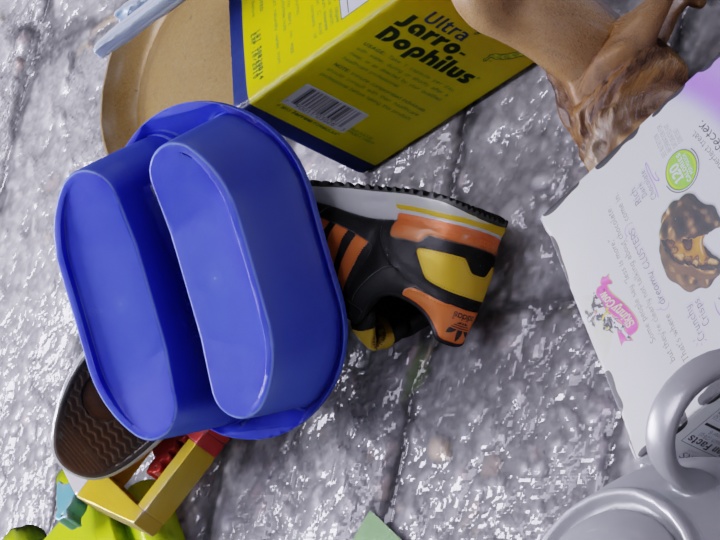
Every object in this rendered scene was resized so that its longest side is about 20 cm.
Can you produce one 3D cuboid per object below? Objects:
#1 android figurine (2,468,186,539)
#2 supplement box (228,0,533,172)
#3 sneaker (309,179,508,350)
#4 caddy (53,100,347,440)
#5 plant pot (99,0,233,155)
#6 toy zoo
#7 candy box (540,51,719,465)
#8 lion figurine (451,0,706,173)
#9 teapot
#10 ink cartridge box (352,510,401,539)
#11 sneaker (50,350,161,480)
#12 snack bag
[{"bbox_3d":[-0.173,0.216,1.623,0.182,0.041,0.200,-49,38,18],"label":"android figurine"},{"bbox_3d":[0.027,-0.162,1.534,0.200,0.109,0.109,-31,49,37],"label":"supplement box"},{"bbox_3d":[0.000,0.000,1.512,0.200,0.070,0.091,4,78,52],"label":"sneaker"},{"bbox_3d":[-0.087,0.004,1.499,0.141,0.105,0.201,-14,93,29],"label":"caddy"},{"bbox_3d":[-0.102,-0.144,1.744,0.200,0.027,0.201,-26,52,39],"label":"plant pot"},{"bbox_3d":[-0.121,0.080,1.619,0.200,0.020,0.131,-53,38,-3],"label":"toy zoo"},{"bbox_3d":[0.200,-0.017,1.282,0.200,0.071,0.168,-43,45,27],"label":"candy box"},{"bbox_3d":[0.108,-0.133,1.398,0.200,0.072,0.123,36,85,10],"label":"lion figurine"},{"bbox_3d":[0.139,0.165,1.197,0.197,0.146,0.201,-31,49,36],"label":"teapot"},{"bbox_3d":[-0.024,0.244,1.430,0.145,0.048,0.201,38,104,52],"label":"ink cartridge box"},{"bbox_3d":[-0.119,0.039,1.597,0.201,0.073,0.085,-57,1,5],"label":"sneaker"},{"bbox_3d":[-0.079,-0.203,1.619,0.188,0.021,0.200,-34,7,19],"label":"snack bag"}]
